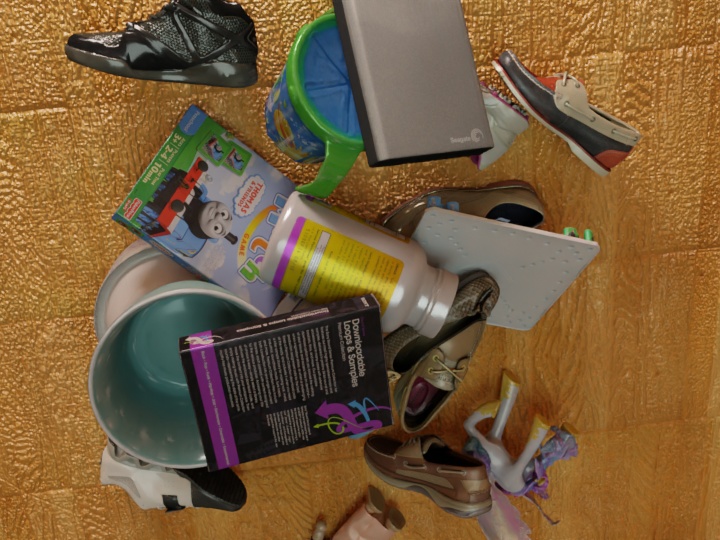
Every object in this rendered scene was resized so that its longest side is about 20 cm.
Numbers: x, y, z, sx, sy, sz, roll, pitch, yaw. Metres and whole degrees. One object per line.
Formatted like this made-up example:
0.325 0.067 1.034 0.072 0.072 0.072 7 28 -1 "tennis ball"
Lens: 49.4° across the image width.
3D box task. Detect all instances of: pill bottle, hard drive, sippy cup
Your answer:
0.000 0.000 0.831 0.197 0.104 0.105 23 109 -3 "pill bottle"
0.050 -0.207 0.771 0.138 0.033 0.203 -10 86 -29 "hard drive"
-0.035 -0.174 0.814 0.140 0.130 0.178 48 61 -12 "sippy cup"

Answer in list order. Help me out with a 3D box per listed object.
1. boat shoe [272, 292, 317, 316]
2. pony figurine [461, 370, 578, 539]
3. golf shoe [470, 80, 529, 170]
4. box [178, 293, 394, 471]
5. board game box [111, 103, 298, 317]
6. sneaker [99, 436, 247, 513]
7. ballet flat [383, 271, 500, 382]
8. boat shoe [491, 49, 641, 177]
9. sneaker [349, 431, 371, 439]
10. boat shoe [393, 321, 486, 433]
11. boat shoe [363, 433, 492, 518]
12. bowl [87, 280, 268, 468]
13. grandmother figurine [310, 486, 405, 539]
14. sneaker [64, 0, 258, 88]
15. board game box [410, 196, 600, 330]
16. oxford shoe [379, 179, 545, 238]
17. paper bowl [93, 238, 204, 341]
-0.086 0.104 0.914 0.065 0.073 0.201 39 137 12 "boat shoe"
0.193 0.266 1.027 0.192 0.166 0.201 40 111 16 "pony figurine"
0.089 -0.184 0.863 0.198 0.076 0.092 29 111 -14 "golf shoe"
-0.069 0.112 0.782 0.197 0.036 0.145 -11 116 -9 "box"
-0.149 -0.062 0.872 0.199 0.036 0.153 37 68 -18 "board game box"
-0.248 0.281 1.031 0.198 0.074 0.089 24 109 -3 "sneaker"
0.080 0.077 0.902 0.199 0.047 0.067 -39 151 15 "ballet flat"
0.229 -0.184 0.870 0.199 0.072 0.063 35 118 -21 "boat shoe"
-0.006 0.126 0.980 0.129 0.080 0.202 19 119 -9 "sneaker"
0.102 0.123 0.971 0.073 0.067 0.202 17 123 -11 "boat shoe"
0.085 0.241 0.992 0.075 0.198 0.073 -12 109 -47 "boat shoe"
-0.178 0.091 0.820 0.197 0.105 0.204 -6 115 -12 "bowl"
-0.022 0.402 1.105 0.121 0.060 0.200 46 107 9 "grandmother figurine"
-0.204 -0.255 0.812 0.196 0.076 0.116 1 111 -8 "sneaker"
0.142 -0.002 0.907 0.197 0.026 0.201 11 146 -8 "board game box"
0.118 -0.059 0.913 0.197 0.074 0.072 -16 113 2 "oxford shoe"
-0.212 0.060 0.924 0.197 0.105 0.204 -2 111 -4 "paper bowl"
